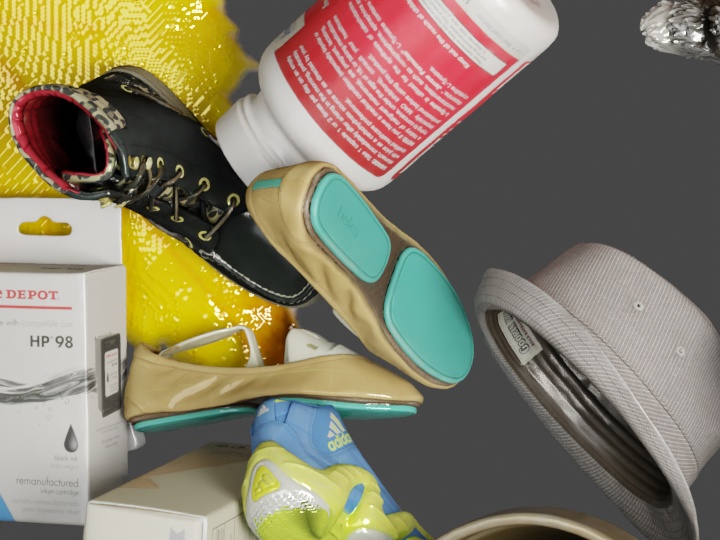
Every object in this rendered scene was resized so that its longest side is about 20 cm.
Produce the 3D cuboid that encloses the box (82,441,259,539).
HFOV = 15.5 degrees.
[{"bbox_3d":[-0.095,0.169,1.603,0.077,0.200,0.096,7,97,17],"label":"box"}]

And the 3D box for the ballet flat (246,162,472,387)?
[{"bbox_3d":[0.000,0.000,1.583,0.063,0.200,0.069,3,55,38],"label":"ballet flat"}]

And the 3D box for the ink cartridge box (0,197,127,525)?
[{"bbox_3d":[-0.213,0.056,1.683,0.115,0.067,0.202,1,95,19],"label":"ink cartridge box"}]

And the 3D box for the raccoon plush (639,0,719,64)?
[{"bbox_3d":[0.261,-0.184,1.518,0.199,0.097,0.135,13,84,22],"label":"raccoon plush"}]

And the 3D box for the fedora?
[{"bbox_3d":[0.159,0.060,1.552,0.090,0.177,0.200,-40,81,-13],"label":"fedora"}]

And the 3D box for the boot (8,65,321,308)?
[{"bbox_3d":[-0.117,-0.046,1.615,0.203,0.154,0.074,43,106,10],"label":"boot"}]

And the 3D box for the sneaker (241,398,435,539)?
[{"bbox_3d":[-0.004,0.138,1.607,0.075,0.200,0.106,-22,53,19],"label":"sneaker"}]

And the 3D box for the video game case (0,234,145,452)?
[{"bbox_3d":[-0.250,0.070,1.742,0.199,0.018,0.144,-16,90,19],"label":"video game case"}]

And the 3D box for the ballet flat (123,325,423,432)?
[{"bbox_3d":[-0.058,0.064,1.655,0.199,0.069,0.064,-4,79,17],"label":"ballet flat"}]

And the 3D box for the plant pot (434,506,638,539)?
[{"bbox_3d":[0.121,0.226,1.552,0.199,0.173,0.202,2,96,17],"label":"plant pot"}]

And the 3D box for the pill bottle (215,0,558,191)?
[{"bbox_3d":[0.012,-0.121,1.588,0.200,0.112,0.112,-40,82,17],"label":"pill bottle"}]
